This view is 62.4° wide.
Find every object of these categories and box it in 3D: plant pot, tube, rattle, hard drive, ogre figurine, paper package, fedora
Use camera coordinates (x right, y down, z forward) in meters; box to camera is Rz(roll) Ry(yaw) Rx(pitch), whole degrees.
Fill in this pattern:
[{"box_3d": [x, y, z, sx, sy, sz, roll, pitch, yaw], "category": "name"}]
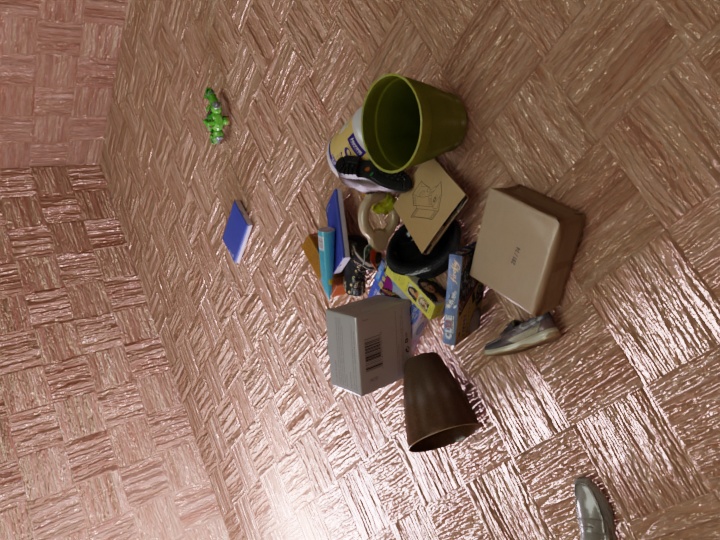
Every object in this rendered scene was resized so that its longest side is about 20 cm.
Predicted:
[{"box_3d": [0.133, -0.327, 1.326, 0.198, 0.189, 0.208, 16, 111, 49], "category": "plant pot"}, {"box_3d": [-0.098, -0.020, 1.714, 0.078, 0.049, 0.207, -114, 23, -67], "category": "tube"}, {"box_3d": [0.176, 0.315, 1.463, 0.188, 0.182, 0.205, -49, 48, 46], "category": "plant pot"}, {"box_3d": [0.018, -0.110, 1.572, 0.140, 0.128, 0.208, 14, 100, 40], "category": "rattle"}, {"box_3d": [-0.477, -0.149, 2.293, 0.134, 0.025, 0.202, 56, 137, 27], "category": "hard drive"}, {"box_3d": [-0.066, -0.111, 1.712, 0.132, 0.024, 0.207, 129, 137, -66], "category": "hard drive"}, {"box_3d": [-0.551, -0.569, 2.242, 0.120, 0.096, 0.206, 44, 121, 51], "category": "ogre figurine"}, {"box_3d": [0.333, -0.047, 1.209, 0.189, 0.101, 0.206, 35, 126, 42], "category": "paper package"}, {"box_3d": [0.161, -0.043, 1.424, 0.198, 0.202, 0.092, 26, 163, 46], "category": "fedora"}]

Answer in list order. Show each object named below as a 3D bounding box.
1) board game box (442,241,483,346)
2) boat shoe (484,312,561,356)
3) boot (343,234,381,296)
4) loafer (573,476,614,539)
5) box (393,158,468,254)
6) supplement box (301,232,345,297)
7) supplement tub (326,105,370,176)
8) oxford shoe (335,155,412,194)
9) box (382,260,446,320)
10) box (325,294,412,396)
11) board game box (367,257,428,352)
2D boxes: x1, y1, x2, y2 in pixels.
[{"box_3d": [0.235, 0.050, 1.331, 0.034, 0.134, 0.207, 13, 110, 33], "category": "board game box"}, {"box_3d": [0.341, 0.138, 1.276, 0.199, 0.070, 0.067, -34, 61, 54], "category": "boat shoe"}, {"box_3d": [0.000, 0.000, 1.663, 0.200, 0.071, 0.156, -137, 47, -56], "category": "boot"}, {"box_3d": [0.473, 0.522, 1.193, 0.069, 0.068, 0.206, -29, 76, 51], "category": "loafer"}, {"box_3d": [0.159, -0.160, 1.388, 0.165, 0.021, 0.202, -55, 36, 23], "category": "box"}, {"box_3d": [-0.105, -0.019, 1.818, 0.203, 0.065, 0.069, 57, 137, 25], "category": "supplement box"}, {"box_3d": [0.016, -0.328, 1.518, 0.199, 0.142, 0.150, -33, 73, 51], "category": "supplement tub"}, {"box_3d": [0.037, -0.226, 1.470, 0.194, 0.074, 0.085, 18, 155, 16], "category": "oxford shoe"}, {"box_3d": [0.144, 0.034, 1.500, 0.200, 0.074, 0.051, 46, 134, 34], "category": "box"}, {"box_3d": [0.025, 0.185, 1.523, 0.129, 0.196, 0.207, 9, 107, 48], "category": "box"}, {"box_3d": [0.096, 0.105, 1.605, 0.200, 0.040, 0.204, 47, 133, 35], "category": "board game box"}]
